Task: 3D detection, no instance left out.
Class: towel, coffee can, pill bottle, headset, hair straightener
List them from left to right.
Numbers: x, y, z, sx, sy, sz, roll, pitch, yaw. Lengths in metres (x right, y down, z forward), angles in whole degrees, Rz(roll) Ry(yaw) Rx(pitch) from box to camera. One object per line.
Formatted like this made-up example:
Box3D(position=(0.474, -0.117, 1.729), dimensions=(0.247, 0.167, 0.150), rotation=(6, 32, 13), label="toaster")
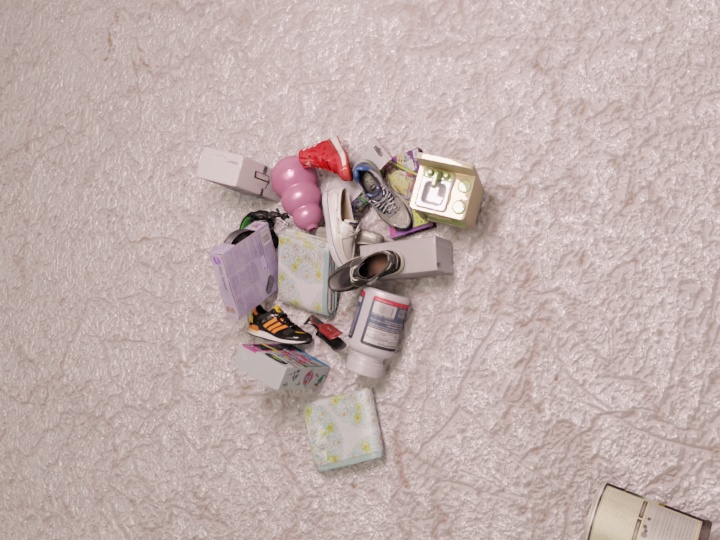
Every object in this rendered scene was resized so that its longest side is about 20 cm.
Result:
Box3D(position=(-0.268, -0.111, 1.837), dimensions=(0.199, 0.094, 0.125), rotation=(-24, 73, 36), label="headset")
Box3D(position=(-0.135, 0.004, 1.739), dimensions=(0.170, 0.048, 0.202), rotation=(17, 113, 33), label="towel")
Box3D(position=(-0.090, 0.164, 1.689), dimensions=(0.200, 0.041, 0.078), rotation=(19, 133, 58), label="hair straightener")
Box3D(position=(-0.043, 0.391, 1.675), dimensions=(0.199, 0.048, 0.173), rotation=(-19, 76, 25), label="towel")
Box3D(position=(0.035, 0.145, 1.623), dimensions=(0.119, 0.119, 0.202), rotation=(19, 93, 29), label="pill bottle")
Box3D(position=(0.535, 0.503, 1.284), dimensions=(0.199, 0.146, 0.148), rotation=(16, 91, 29), label="coffee can")

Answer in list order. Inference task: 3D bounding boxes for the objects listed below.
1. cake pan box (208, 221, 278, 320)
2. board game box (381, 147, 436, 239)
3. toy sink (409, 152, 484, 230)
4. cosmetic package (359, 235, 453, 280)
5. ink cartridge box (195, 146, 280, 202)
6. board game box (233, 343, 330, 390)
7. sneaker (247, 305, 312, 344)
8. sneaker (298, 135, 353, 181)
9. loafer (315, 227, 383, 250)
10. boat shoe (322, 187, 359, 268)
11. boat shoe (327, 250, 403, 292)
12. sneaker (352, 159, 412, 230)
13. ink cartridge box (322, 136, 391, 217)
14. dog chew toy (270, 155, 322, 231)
Box3D(position=(-0.287, -0.005, 1.739), dimensions=(0.052, 0.184, 0.202), rotation=(8, 124, 31), label="cake pan box")
Box3D(position=(0.112, -0.187, 1.674), dimensions=(0.119, 0.032, 0.202), rotation=(-14, 77, 24), label="board game box")
Box3D(position=(0.189, -0.167, 1.516), dimensions=(0.129, 0.200, 0.113), rotation=(14, 85, 18), label="toy sink")
Box3D(position=(0.109, -0.025, 1.611), dimensions=(0.198, 0.107, 0.091), rotation=(-9, 80, 26), label="cosmetic package")
Box3D(position=(-0.316, -0.253, 1.821), dimensions=(0.145, 0.200, 0.085), rotation=(16, 91, 30), label="ink cartridge box")
Box3D(position=(-0.191, 0.236, 1.688), dimensions=(0.147, 0.200, 0.065), rotation=(24, 95, 28), label="board game box")
Box3D(position=(-0.210, 0.139, 1.786), dimensions=(0.199, 0.070, 0.091), rotation=(9, 91, 31), label="sneaker")
Box3D(position=(-0.088, -0.260, 1.686), dimensions=(0.115, 0.079, 0.200), rotation=(-18, 30, -2), label="sneaker")
Box3D(position=(-0.029, -0.070, 1.718), dimensions=(0.199, 0.070, 0.071), rotation=(4, 91, 37), label="loafer")
Box3D(position=(-0.037, -0.102, 1.643), dimensions=(0.069, 0.071, 0.202), rotation=(-14, 82, 33), label="boat shoe")
Box3D(position=(0.000, 0.000, 1.573), dimensions=(0.199, 0.067, 0.072), rotation=(-20, 83, 29), label="boat shoe")
Box3D(position=(0.046, -0.172, 1.617), dimensions=(0.077, 0.085, 0.200), rotation=(-41, 94, 15), label="sneaker")
Box3D(position=(0.002, -0.226, 1.713), dimensions=(0.200, 0.050, 0.109), rotation=(-46, 48, 16), label="ink cartridge box")
Box3D(position=(-0.155, -0.195, 1.770), dimensions=(0.124, 0.124, 0.202), rotation=(-28, 74, 23), label="dog chew toy")
